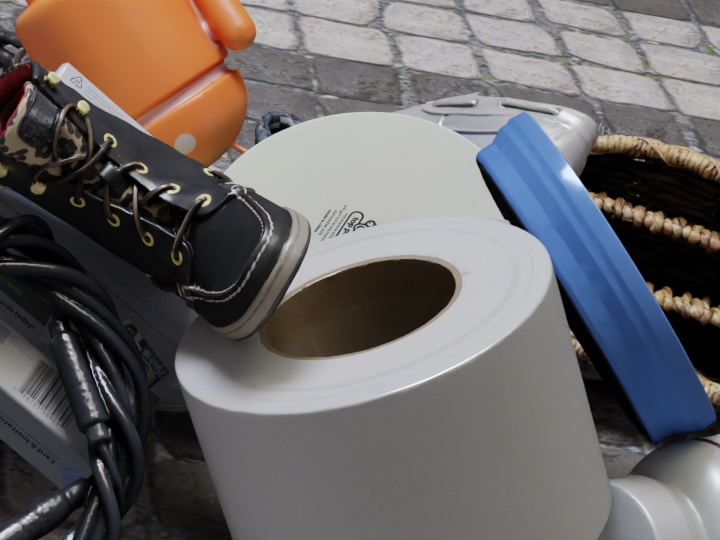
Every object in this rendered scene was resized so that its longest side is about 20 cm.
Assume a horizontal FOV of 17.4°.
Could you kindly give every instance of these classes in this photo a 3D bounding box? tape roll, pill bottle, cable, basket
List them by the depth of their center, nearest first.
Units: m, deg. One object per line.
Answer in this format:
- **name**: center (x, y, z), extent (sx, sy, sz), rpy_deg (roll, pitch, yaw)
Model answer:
- **cable**: center (-0.178, 0.068, 1.171), extent (0.162, 0.201, 0.051), rpy_deg (23, -20, -16)
- **tape roll**: center (0.018, 0.078, 1.213), extent (0.201, 0.140, 0.203), rpy_deg (-15, 24, 7)
- **pill bottle**: center (0.210, 0.145, 1.297), extent (0.199, 0.113, 0.112), rpy_deg (-6, 32, -35)
- **basket**: center (0.187, -0.010, 1.521), extent (0.199, 0.144, 0.149), rpy_deg (20, 8, 8)

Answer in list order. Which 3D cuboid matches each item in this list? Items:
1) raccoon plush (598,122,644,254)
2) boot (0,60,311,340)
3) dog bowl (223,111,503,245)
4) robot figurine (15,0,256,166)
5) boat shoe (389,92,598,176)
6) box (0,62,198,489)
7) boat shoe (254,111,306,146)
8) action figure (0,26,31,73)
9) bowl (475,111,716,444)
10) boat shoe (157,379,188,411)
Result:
- **raccoon plush**: center (0.200, -0.032, 1.684), extent (0.199, 0.097, 0.134), rpy_deg (0, 37, -28)
- **boot**: center (-0.115, -0.039, 1.187), extent (0.150, 0.073, 0.200), rpy_deg (32, 2, -21)
- **dog bowl**: center (0.000, 0.000, 1.424), extent (0.198, 0.079, 0.201), rpy_deg (-4, 48, 5)
- **robot figurine**: center (-0.150, -0.141, 1.564), extent (0.143, 0.201, 0.117), rpy_deg (-35, 7, -17)
- **boat shoe**: center (0.069, -0.083, 1.507), extent (0.199, 0.072, 0.066), rpy_deg (4, 46, 52)
- **box**: center (-0.156, 0.003, 1.279), extent (0.156, 0.041, 0.200), rpy_deg (41, 48, -11)
- **boat shoe**: center (-0.031, -0.026, 1.543), extent (0.070, 0.091, 0.200), rpy_deg (-2, 30, -30)
- **action figure**: center (-0.208, -0.134, 1.658), extent (0.199, 0.103, 0.119), rpy_deg (24, 42, 19)
- **bowl**: center (0.126, 0.008, 1.296), extent (0.039, 0.201, 0.201), rpy_deg (-32, 33, 2)
- **boat shoe**: center (-0.163, 0.030, 1.365), extent (0.199, 0.072, 0.068), rpy_deg (25, 9, 20)
